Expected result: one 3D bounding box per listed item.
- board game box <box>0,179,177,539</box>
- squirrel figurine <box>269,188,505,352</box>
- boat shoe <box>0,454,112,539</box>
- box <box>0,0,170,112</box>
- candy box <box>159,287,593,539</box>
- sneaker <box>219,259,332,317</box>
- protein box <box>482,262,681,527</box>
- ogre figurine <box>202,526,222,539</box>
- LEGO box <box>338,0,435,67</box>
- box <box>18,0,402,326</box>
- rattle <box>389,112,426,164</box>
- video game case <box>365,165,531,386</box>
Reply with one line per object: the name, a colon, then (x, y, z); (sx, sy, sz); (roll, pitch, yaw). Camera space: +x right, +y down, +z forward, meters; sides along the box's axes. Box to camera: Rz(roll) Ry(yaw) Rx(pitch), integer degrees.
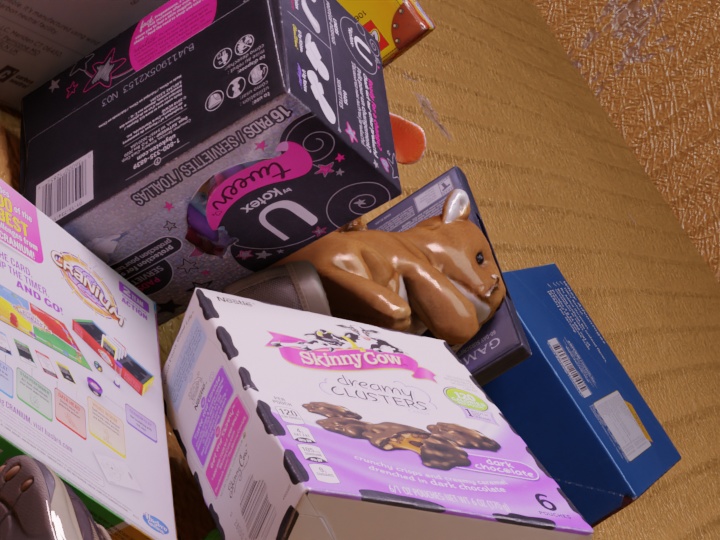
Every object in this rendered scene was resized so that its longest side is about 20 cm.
board game box: (-0.164, 0.050, 0.905); (0.153, 0.040, 0.200); (42, 21, -34)
squirrel figurine: (0.000, 0.000, 1.203); (0.200, 0.142, 0.187); (33, 43, 25)
boat shoe: (-0.118, 0.168, 0.752); (0.073, 0.074, 0.200); (35, 27, -45)
box: (-0.210, -0.231, 1.041); (0.199, 0.200, 0.172); (21, 38, -61)
candy box: (0.000, 0.099, 0.928); (0.167, 0.072, 0.200); (12, 22, -28)
sneaker: (-0.048, 0.084, 1.068); (0.070, 0.075, 0.200); (-116, -165, -58)
protein box: (0.130, 0.114, 1.385); (0.199, 0.135, 0.200); (57, 18, 9)
ogre figurine: (-0.028, 0.171, 0.945); (0.120, 0.098, 0.200); (44, 6, 4)
LEGO box: (-0.050, -0.142, 1.256); (0.077, 0.200, 0.149); (53, 9, -3)
box: (-0.090, -0.072, 1.032); (0.115, 0.200, 0.132); (37, 34, -42)
rattle: (-0.065, -0.131, 1.170); (0.199, 0.130, 0.143); (0, 35, -14)
video game case: (0.039, 0.026, 1.302); (0.019, 0.143, 0.200); (44, 20, -40)
